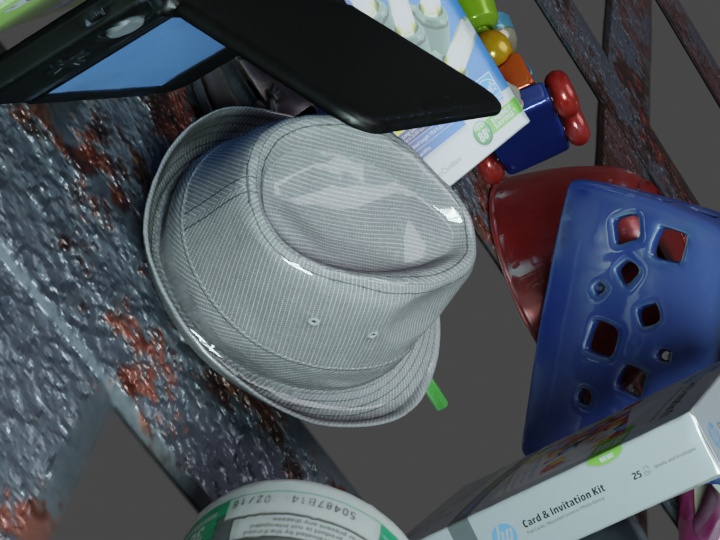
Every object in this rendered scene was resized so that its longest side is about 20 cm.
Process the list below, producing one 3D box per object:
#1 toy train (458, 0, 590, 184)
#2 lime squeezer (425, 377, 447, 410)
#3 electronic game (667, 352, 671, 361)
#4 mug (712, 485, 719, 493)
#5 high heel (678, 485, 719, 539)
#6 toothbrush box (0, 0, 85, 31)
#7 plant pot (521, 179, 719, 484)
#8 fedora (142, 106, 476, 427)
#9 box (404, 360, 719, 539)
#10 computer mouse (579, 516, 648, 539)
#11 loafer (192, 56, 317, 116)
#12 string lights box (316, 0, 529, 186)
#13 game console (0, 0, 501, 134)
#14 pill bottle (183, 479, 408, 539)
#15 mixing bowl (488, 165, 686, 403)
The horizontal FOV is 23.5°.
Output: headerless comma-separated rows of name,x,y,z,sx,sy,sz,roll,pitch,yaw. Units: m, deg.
toy train,0.091,-0.143,1.182,0.200,0.084,0.117,41,26,-72
lime squeezer,0.000,0.000,1.060,0.201,0.037,0.071,63,-8,1
electronic game,0.341,0.143,1.509,0.200,0.042,0.200,47,1,-1
mug,0.340,0.074,1.331,0.147,0.176,0.200,-18,57,-44
high heel,0.285,0.203,1.431,0.067,0.097,0.200,16,12,-4
toothbrush box,-0.168,-0.203,0.840,0.146,0.086,0.200,60,24,-7
plant pot,0.249,0.055,1.199,0.199,0.179,0.202,11,88,-47
fedora,-0.011,-0.016,0.891,0.199,0.090,0.178,20,57,-30
box,0.123,0.118,0.972,0.041,0.199,0.156,63,24,2
computer mouse,0.130,0.197,1.017,0.200,0.052,0.140,110,-32,-73
loafer,-0.038,-0.071,1.002,0.201,0.063,0.072,66,23,5
string lights box,0.005,-0.143,1.038,0.103,0.059,0.201,-39,102,-34
game console,-0.054,-0.086,0.846,0.117,0.175,0.200,65,23,3
pill bottle,-0.038,0.186,0.679,0.113,0.112,0.201,53,25,-22
mixing bowl,0.198,-0.005,1.371,0.200,0.108,0.201,47,28,-35
